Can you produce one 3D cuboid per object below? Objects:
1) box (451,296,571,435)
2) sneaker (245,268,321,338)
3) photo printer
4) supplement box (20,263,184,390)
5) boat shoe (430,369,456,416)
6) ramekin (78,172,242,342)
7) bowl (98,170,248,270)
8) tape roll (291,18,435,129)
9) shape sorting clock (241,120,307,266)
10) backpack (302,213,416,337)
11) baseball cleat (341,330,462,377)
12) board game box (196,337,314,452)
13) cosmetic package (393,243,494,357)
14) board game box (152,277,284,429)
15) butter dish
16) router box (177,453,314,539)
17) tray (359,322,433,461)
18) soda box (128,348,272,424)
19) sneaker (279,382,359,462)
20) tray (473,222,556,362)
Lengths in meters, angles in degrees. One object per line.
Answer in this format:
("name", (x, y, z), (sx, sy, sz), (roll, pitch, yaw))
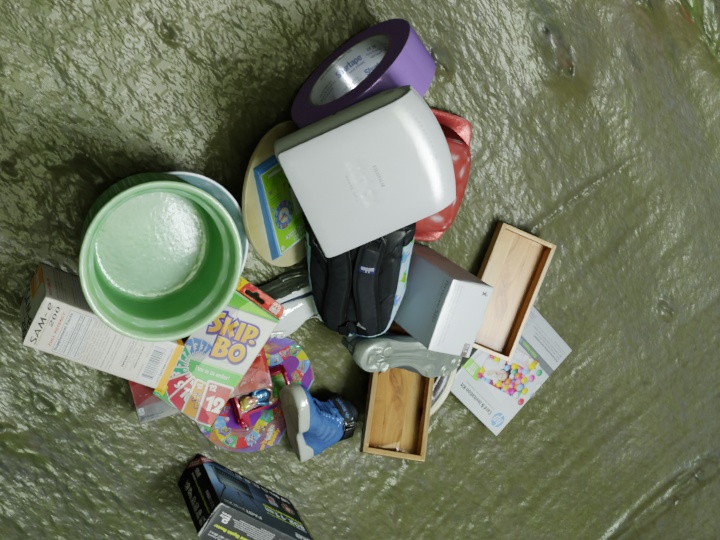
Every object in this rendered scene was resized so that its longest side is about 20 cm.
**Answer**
("box", (0.247, 0.159, 1.580), (0.200, 0.041, 0.156), (-46, 118, -1))
("sneaker", (-0.142, 0.070, 1.365), (0.197, 0.077, 0.082), (-18, 123, -15))
("photo printer", (0.014, -0.124, 1.148), (0.197, 0.070, 0.168), (-22, 114, 10))
("supplement box", (-0.349, 0.077, 1.245), (0.198, 0.126, 0.074), (24, 100, -28))
("boat shoe", (0.085, 0.207, 1.510), (0.064, 0.072, 0.201), (28, 102, -33))
("ramekin", (-0.253, -0.023, 1.147), (0.196, 0.098, 0.204), (-8, 111, -20))
("bowl", (-0.259, -0.046, 1.252), (0.197, 0.105, 0.205), (-7, 110, -20))
("tape roll", (0.002, -0.245, 1.239), (0.200, 0.200, 0.066), (-45, 119, -3))
("shape sorting clock", (-0.101, -0.107, 1.293), (0.199, 0.039, 0.204), (-14, 107, -54))
("backpack", (0.000, 0.000, 1.318), (0.160, 0.154, 0.204), (5, 114, 8))
("baseball cleat", (0.063, 0.113, 1.407), (0.197, 0.106, 0.071), (10, 110, -37))
("board game box", (-0.155, 0.198, 1.418), (0.156, 0.039, 0.202), (27, 97, -28))
("cosmetic package", (0.103, 0.037, 1.381), (0.080, 0.200, 0.115), (13, 101, -27))
("board game box", (-0.196, 0.111, 1.292), (0.095, 0.030, 0.202), (34, 87, -9))
("butter dish", (0.084, -0.132, 1.345), (0.197, 0.148, 0.203), (9, 104, -25))
("router box", (-0.172, 0.377, 1.413), (0.199, 0.150, 0.063), (35, 93, -29))
("tray", (0.062, 0.189, 1.448), (0.097, 0.037, 0.204), (10, 76, -9))
("soda box", (-0.231, 0.159, 1.340), (0.196, 0.063, 0.071), (-15, 91, -12))
("sneaker", (-0.058, 0.215, 1.417), (0.110, 0.077, 0.202), (-24, 145, -16))
("tray", (0.234, 0.035, 1.505), (0.097, 0.037, 0.203), (21, 93, -10))
